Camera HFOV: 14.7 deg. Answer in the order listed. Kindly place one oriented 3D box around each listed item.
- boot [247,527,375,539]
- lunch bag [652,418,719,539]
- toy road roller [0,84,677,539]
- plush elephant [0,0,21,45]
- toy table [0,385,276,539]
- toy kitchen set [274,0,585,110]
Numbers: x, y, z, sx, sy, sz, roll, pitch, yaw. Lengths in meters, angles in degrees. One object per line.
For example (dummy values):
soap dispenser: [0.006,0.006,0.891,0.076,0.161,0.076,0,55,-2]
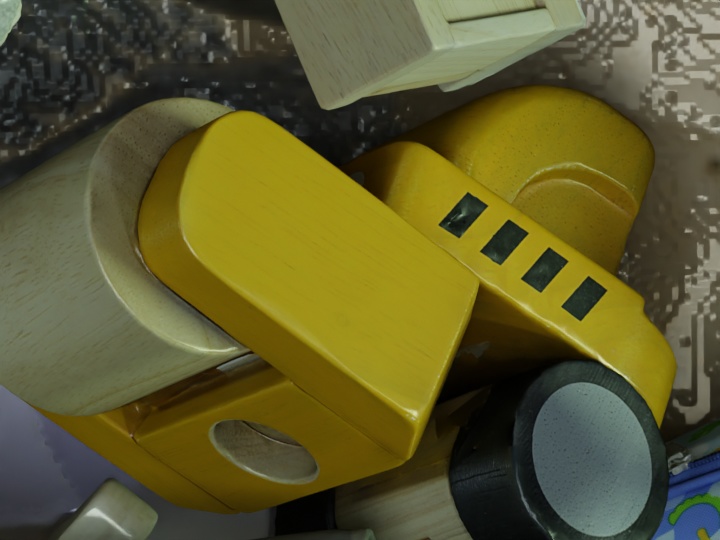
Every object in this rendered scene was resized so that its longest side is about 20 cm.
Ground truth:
boot: [-0.095,0.091,0.765,0.200,0.073,0.182,-5,117,17]
lunch bag: [0.148,0.135,0.834,0.161,0.082,0.200,-24,93,31]
toy road roller: [0.000,0.000,0.795,0.200,0.146,0.123,34,148,-23]
plush elephant: [-0.171,-0.065,0.724,0.200,0.165,0.155,44,145,31]
toy table: [-0.115,0.118,0.874,0.184,0.117,0.200,28,107,0]
toy kitchen set: [-0.038,-0.128,0.804,0.180,0.163,0.200,-26,84,34]
